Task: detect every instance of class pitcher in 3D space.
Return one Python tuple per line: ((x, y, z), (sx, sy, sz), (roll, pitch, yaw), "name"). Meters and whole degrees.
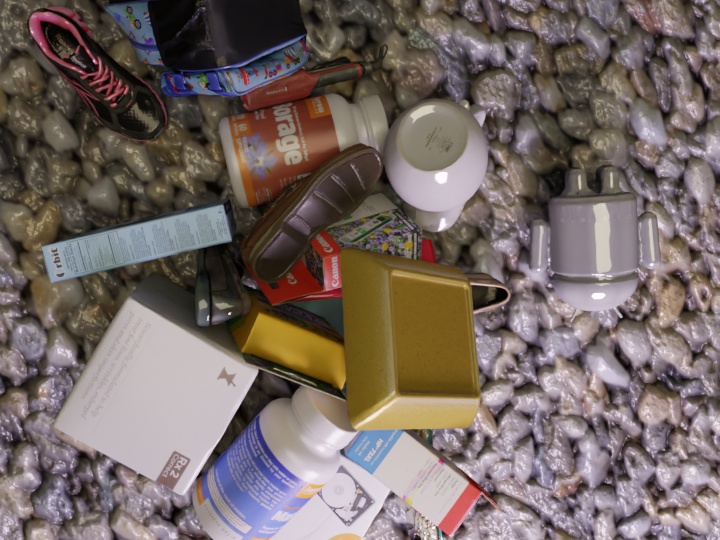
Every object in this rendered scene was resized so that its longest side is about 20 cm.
((0.103, -0.147, 0.920), (0.120, 0.200, 0.173), (26, 85, 12), "pitcher")

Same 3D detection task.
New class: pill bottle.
((-0.093, 0.221, 0.881), (0.112, 0.112, 0.200), (41, 106, -10), "pill bottle")
((-0.066, -0.152, 0.939), (0.197, 0.112, 0.114), (-14, 99, -6), "pill bottle")

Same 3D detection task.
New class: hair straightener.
((-0.059, -0.246, 0.945), (0.198, 0.077, 0.041), (-21, 117, -10), "hair straightener")

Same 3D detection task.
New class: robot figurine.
((0.304, -0.035, 1.002), (0.167, 0.113, 0.203), (-3, 98, 13), "robot figurine")

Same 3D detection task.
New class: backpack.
((-0.181, -0.280, 0.874), (0.198, 0.182, 0.136), (7, 121, 32), "backpack")

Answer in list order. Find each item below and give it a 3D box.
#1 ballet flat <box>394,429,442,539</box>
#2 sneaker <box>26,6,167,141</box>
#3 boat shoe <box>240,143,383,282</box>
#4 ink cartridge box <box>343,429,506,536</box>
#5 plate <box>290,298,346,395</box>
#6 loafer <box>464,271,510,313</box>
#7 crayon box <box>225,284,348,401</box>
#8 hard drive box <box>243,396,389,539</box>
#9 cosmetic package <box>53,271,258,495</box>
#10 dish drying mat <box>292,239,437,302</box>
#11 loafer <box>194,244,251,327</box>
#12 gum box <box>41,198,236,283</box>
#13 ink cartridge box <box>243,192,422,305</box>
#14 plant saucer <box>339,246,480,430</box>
((0.074, 0.281, 1.037), (0.063, 0.076, 0.203), (-5, 89, 3), "ballet flat")
((-0.315, -0.232, 0.905), (0.200, 0.095, 0.079), (43, 88, -12), "sneaker")
((-0.063, -0.080, 0.884), (0.200, 0.068, 0.072), (-42, 132, -2), "boat shoe")
((0.073, 0.248, 0.940), (0.199, 0.116, 0.068), (39, 86, -3), "ink cartridge box")
((-0.012, 0.065, 1.017), (0.197, 0.026, 0.203), (-1, 98, -8), "plate")
((0.101, 0.038, 0.988), (0.197, 0.063, 0.073), (-11, 97, -21), "loafer")
((-0.083, 0.077, 0.886), (0.125, 0.200, 0.052), (24, 94, -20), "crayon box")
((-0.081, 0.289, 1.009), (0.198, 0.077, 0.157), (30, 92, -9), "hard drive box")
((-0.229, 0.123, 0.906), (0.164, 0.200, 0.166), (31, 92, -10), "cosmetic package")
((0.000, 0.000, 0.971), (0.197, 0.018, 0.078), (-5, 53, -7), "dish drying mat")
((-0.162, 0.016, 0.905), (0.062, 0.200, 0.073), (0, 109, -9), "loafer")
((-0.249, -0.039, 0.899), (0.197, 0.170, 0.045), (-13, 99, -6), "gum box")
((-0.035, -0.030, 0.931), (0.198, 0.109, 0.051), (-16, 126, -22), "ink cartridge box")
((0.070, 0.077, 0.875), (0.198, 0.048, 0.203), (9, 72, -41), "plant saucer")
